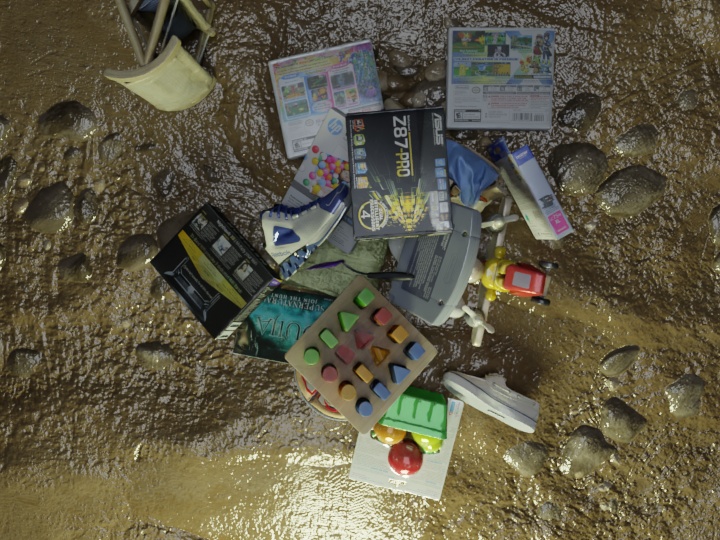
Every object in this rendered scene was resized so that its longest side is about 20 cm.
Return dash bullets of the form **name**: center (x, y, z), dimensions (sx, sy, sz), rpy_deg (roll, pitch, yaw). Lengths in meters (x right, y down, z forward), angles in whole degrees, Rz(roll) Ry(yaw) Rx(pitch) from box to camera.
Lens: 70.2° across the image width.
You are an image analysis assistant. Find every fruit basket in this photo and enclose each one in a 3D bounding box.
- **fruit basket**: center (0.086, 0.322, 0.977), dimensions (0.183, 0.094, 0.203), rpy_deg (12, 102, 0)

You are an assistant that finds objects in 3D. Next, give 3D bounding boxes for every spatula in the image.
- **spatula**: center (0.000, 0.000, 0.903), dimensions (0.197, 0.056, 0.021), rpy_deg (10, 106, 19)

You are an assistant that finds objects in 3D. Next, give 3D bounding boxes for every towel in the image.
- **towel**: center (-0.052, -0.025, 0.974), dimensions (0.197, 0.036, 0.151), rpy_deg (14, 93, 1)

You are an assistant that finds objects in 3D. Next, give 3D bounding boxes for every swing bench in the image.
- **swing bench**: center (-0.331, -0.395, 0.872), dimensions (0.128, 0.199, 0.203), rpy_deg (-1, 94, 1)

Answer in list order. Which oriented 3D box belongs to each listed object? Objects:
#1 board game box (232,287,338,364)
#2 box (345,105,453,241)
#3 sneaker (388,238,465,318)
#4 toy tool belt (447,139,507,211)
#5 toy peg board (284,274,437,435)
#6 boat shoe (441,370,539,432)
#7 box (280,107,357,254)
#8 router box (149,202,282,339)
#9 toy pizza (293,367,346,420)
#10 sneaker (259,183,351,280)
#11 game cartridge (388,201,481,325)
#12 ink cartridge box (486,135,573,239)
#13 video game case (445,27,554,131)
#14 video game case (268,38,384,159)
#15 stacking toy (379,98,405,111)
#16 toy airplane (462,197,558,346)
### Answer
- **board game box**: center (-0.131, 0.105, 0.955), dimensions (0.197, 0.028, 0.137), rpy_deg (8, 81, 11)
- **box**: center (0.060, -0.153, 0.822), dimensions (0.159, 0.049, 0.203), rpy_deg (-3, 88, 1)
- **sneaker**: center (0.137, 0.000, 0.943), dimensions (0.080, 0.070, 0.201), rpy_deg (-36, 94, 34)
- **toy tool belt**: center (0.162, -0.180, 0.915), dimensions (0.199, 0.123, 0.126), rpy_deg (31, 87, -1)
- **toy peg board**: center (0.005, 0.143, 0.873), dimensions (0.199, 0.098, 0.200), rpy_deg (44, 81, 1)
- **boat shoe**: center (0.252, 0.232, 0.978), dimensions (0.198, 0.071, 0.070), rpy_deg (27, 66, 3)
- **box**: center (-0.032, -0.154, 0.902), dimensions (0.155, 0.041, 0.201), rpy_deg (33, 111, 1)
- **router box**: center (-0.268, 0.001, 0.950), dimensions (0.157, 0.052, 0.200), rpy_deg (-44, 79, 3)
- **toy pizza**: center (-0.037, 0.175, 0.955), dimensions (0.197, 0.032, 0.203), rpy_deg (-3, 78, 16)
- **sneaker**: center (-0.109, -0.084, 0.877), dimensions (0.115, 0.081, 0.199), rpy_deg (42, 116, -6)
- **game cartridge**: center (0.128, -0.018, 0.868), dimensions (0.041, 0.133, 0.203), rpy_deg (7, 105, -43)
- **ink cartridge box**: center (0.300, -0.150, 0.919), dimensions (0.042, 0.119, 0.201), rpy_deg (-31, 93, 4)
- **video game case**: center (0.259, -0.356, 0.956), dimensions (0.197, 0.022, 0.185), rpy_deg (1, 94, 1)
- **video game case**: center (-0.059, -0.319, 0.962), dimensions (0.197, 0.024, 0.185), rpy_deg (-11, 93, 2)
- **stacking toy**: center (0.027, -0.205, 0.934), dimensions (0.085, 0.085, 0.201), rpy_deg (36, 111, -1)
- **toy airplane**: center (0.226, 0.002, 0.895), dimensions (0.139, 0.200, 0.202), rpy_deg (9, 50, -21)
